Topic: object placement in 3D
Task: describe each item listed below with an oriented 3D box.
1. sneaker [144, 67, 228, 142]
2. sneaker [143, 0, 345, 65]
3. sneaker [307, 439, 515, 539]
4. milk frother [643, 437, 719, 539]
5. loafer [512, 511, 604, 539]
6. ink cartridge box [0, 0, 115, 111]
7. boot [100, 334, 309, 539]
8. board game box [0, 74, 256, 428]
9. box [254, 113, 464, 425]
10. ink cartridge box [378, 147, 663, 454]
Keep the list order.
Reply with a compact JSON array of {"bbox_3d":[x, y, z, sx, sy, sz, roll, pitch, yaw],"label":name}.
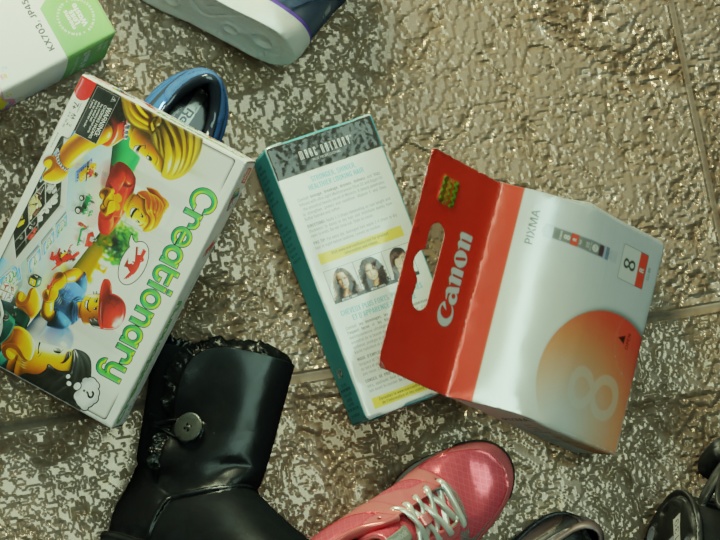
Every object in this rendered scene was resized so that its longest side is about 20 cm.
[{"bbox_3d":[-0.148,-0.050,1.602,0.066,0.078,0.200,28,77,-9],"label":"sneaker"},{"bbox_3d":[-0.092,-0.248,1.653,0.200,0.081,0.147,31,67,-3],"label":"sneaker"},{"bbox_3d":[0.029,0.182,1.597,0.200,0.087,0.074,-31,90,-16],"label":"sneaker"},{"bbox_3d":[0.309,0.189,1.605,0.188,0.200,0.181,13,74,-11],"label":"milk frother"},{"bbox_3d":[0.093,0.240,1.614,0.072,0.063,0.200,44,74,-3],"label":"loafer"},{"bbox_3d":[-0.281,-0.156,1.592,0.200,0.067,0.117,-30,89,-16],"label":"ink cartridge box"},{"bbox_3d":[-0.075,0.129,1.546,0.076,0.200,0.168,31,72,-53],"label":"boot"},{"bbox_3d":[-0.170,-0.012,1.564,0.126,0.035,0.200,27,95,8],"label":"board game box"},{"bbox_3d":[0.000,0.000,1.641,0.082,0.049,0.200,-19,85,-16],"label":"box"},{"bbox_3d":[0.115,0.022,1.624,0.200,0.050,0.162,26,73,-39],"label":"ink cartridge box"}]
